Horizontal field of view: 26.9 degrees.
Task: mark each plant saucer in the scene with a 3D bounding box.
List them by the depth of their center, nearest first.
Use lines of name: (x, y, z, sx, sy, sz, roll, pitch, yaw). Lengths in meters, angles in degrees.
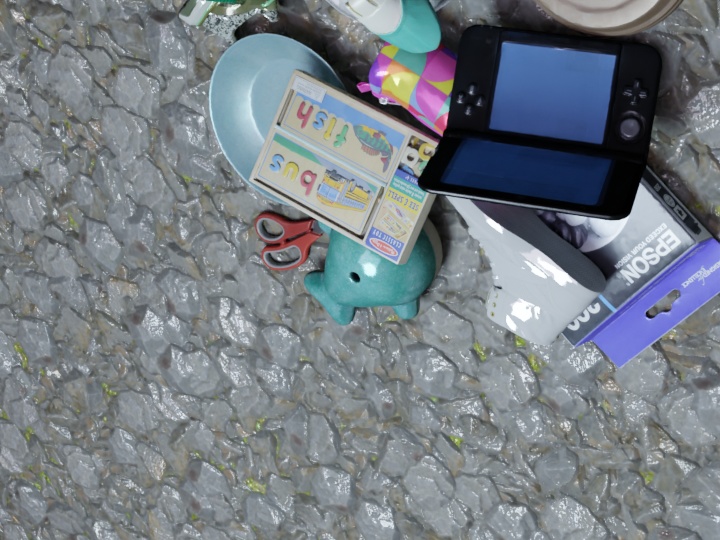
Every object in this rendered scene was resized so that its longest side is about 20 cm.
plant saucer: (0.221, -0.312, 1.397, 0.198, 0.029, 0.202, 15, 122, 26)
plant saucer: (-0.078, -0.170, 1.669, 0.199, 0.039, 0.203, 16, 122, 27)

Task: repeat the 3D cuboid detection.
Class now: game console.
game console: (0.169, -0.142, 1.402, 0.197, 0.116, 0.178, 10, 90, 14)

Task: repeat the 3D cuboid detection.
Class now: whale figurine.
whale figurine: (0.000, 0.000, 1.666, 0.159, 0.104, 0.200, 49, 134, -2)

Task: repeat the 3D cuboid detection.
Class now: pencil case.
pencil case: (0.099, -0.168, 1.522, 0.199, 0.088, 0.089, 33, 129, 15)

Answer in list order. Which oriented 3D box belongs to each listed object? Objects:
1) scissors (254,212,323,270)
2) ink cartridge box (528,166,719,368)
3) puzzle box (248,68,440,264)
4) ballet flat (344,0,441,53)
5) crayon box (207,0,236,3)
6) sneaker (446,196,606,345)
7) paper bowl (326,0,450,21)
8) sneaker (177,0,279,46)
scissors: (-0.045, -0.046, 1.734, 0.198, 0.014, 0.074, -11, 105, 37)
ink cartridge box: (0.254, -0.013, 1.530, 0.200, 0.043, 0.198, 46, 131, 2)
puzzle box: (-0.012, -0.110, 1.578, 0.199, 0.025, 0.134, 28, 104, 20)
ballet flat: (-0.004, -0.277, 1.404, 0.067, 0.070, 0.201, -34, 94, 40)
crayon box: (-0.169, -0.384, 1.542, 0.201, 0.058, 0.119, 55, 130, 32)
sneaker: (0.141, -0.009, 1.533, 0.200, 0.074, 0.116, 43, 128, 9)
paper bowl: (0.017, -0.337, 1.471, 0.199, 0.104, 0.203, 15, 121, 26)
sneaker: (-0.109, -0.311, 1.606, 0.088, 0.077, 0.200, 39, 136, -15)
